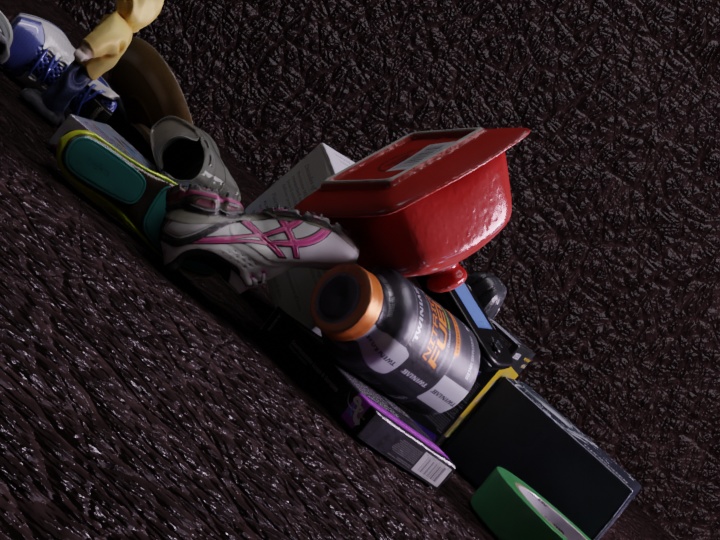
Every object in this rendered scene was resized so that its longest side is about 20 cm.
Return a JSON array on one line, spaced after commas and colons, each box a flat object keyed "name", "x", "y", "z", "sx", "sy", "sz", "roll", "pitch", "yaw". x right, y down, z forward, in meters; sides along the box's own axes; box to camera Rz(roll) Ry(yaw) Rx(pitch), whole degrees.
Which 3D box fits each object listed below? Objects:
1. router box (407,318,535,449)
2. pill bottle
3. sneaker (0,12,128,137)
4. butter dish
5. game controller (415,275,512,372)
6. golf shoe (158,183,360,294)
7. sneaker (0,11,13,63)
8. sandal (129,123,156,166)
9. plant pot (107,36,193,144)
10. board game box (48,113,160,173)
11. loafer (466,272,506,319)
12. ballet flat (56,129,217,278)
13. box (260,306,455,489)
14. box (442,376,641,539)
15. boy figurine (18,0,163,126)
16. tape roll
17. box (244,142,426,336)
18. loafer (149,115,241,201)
[{"name": "router box", "x": 0.131, "y": 0.137, "z": 1.904, "sx": 0.052, "sy": 0.158, "sz": 0.200, "roll": 41, "pitch": 4, "yaw": 13}, {"name": "pill bottle", "x": 0.030, "y": 0.063, "z": 1.586, "sx": 0.106, "sy": 0.107, "sz": 0.200, "roll": 42, "pitch": 4, "yaw": 39}, {"name": "sneaker", "x": -0.342, "y": -0.221, "z": 1.928, "sx": 0.199, "sy": 0.081, "sz": 0.115, "roll": 40, "pitch": 1, "yaw": -35}, {"name": "butter dish", "x": 0.066, "y": -0.049, "z": 1.620, "sx": 0.199, "sy": 0.199, "sz": 0.149, "roll": 2, "pitch": -63, "yaw": 57}, {"name": "game controller", "x": 0.099, "y": 0.021, "z": 1.729, "sx": 0.201, "sy": 0.042, "sz": 0.104, "roll": 59, "pitch": 23, "yaw": 13}, {"name": "golf shoe", "x": -0.097, "y": -0.018, "z": 1.539, "sx": 0.197, "sy": 0.093, "sz": 0.073, "roll": 11, "pitch": -13, "yaw": -18}, {"name": "sneaker", "x": -0.456, "y": -0.300, "z": 1.767, "sx": 0.200, "sy": 0.075, "sz": 0.116, "roll": 40, "pitch": 5, "yaw": -28}, {"name": "sandal", "x": -0.218, "y": -0.129, "z": 1.906, "sx": 0.199, "sy": 0.054, "sz": 0.083, "roll": 20, "pitch": -57, "yaw": 55}, {"name": "plant pot", "x": -0.266, "y": -0.190, "z": 2.011, "sx": 0.200, "sy": 0.027, "sz": 0.202, "roll": 39, "pitch": -38, "yaw": 39}, {"name": "board game box", "x": -0.229, "y": -0.084, "z": 1.733, "sx": 0.200, "sy": 0.041, "sz": 0.200, "roll": 41, "pitch": 3, "yaw": 1}, {"name": "loafer", "x": 0.090, "y": 0.077, "z": 1.878, "sx": 0.068, "sy": 0.200, "sz": 0.070, "roll": 57, "pitch": 18, "yaw": 20}, {"name": "ballet flat", "x": -0.213, "y": -0.067, "z": 1.563, "sx": 0.199, "sy": 0.067, "sz": 0.067, "roll": 38, "pitch": -10, "yaw": -19}, {"name": "box", "x": -0.004, "y": 0.125, "z": 1.601, "sx": 0.143, "sy": 0.036, "sz": 0.200, "roll": 38, "pitch": 5, "yaw": -43}, {"name": "box", "x": 0.218, "y": 0.237, "z": 1.910, "sx": 0.200, "sy": 0.124, "sz": 0.196, "roll": 41, "pitch": 5, "yaw": 13}, {"name": "boy figurine", "x": -0.300, "y": -0.254, "z": 1.825, "sx": 0.064, "sy": 0.201, "sz": 0.124, "roll": 39, "pitch": 6, "yaw": -5}, {"name": "tape roll", "x": 0.202, "y": 0.288, "z": 1.675, "sx": 0.200, "sy": 0.048, "sz": 0.200, "roll": 40, "pitch": 3, "yaw": -3}, {"name": "box", "x": 0.000, "y": 0.000, "z": 1.794, "sx": 0.198, "sy": 0.130, "sz": 0.201, "roll": 27, "pitch": 33, "yaw": -45}, {"name": "loafer", "x": -0.189, "y": -0.124, "z": 1.757, "sx": 0.070, "sy": 0.070, "sz": 0.200, "roll": 49, "pitch": -3, "yaw": -38}]
